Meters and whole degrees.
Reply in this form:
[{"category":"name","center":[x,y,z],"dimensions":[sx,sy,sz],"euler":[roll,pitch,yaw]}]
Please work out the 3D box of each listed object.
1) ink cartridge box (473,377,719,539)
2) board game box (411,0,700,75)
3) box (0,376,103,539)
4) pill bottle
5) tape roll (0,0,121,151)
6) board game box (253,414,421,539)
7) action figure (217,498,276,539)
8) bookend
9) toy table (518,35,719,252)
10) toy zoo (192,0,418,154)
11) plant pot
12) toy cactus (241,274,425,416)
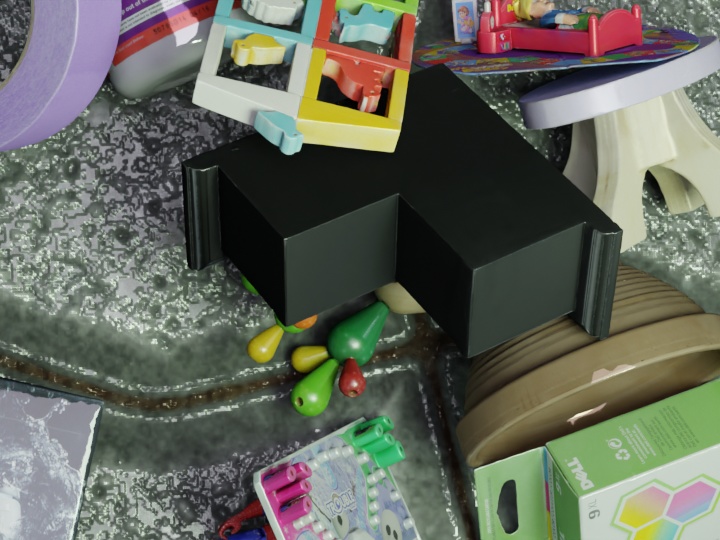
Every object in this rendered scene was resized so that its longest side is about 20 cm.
[{"category":"ink cartridge box","center":[0.184,0.157,1.398],"dimensions":[0.200,0.104,0.059],"euler":[-19,44,-11]},{"category":"board game box","center":[0.133,-0.170,1.383],"dimensions":[0.200,0.158,0.039],"euler":[-5,105,1]},{"category":"box","center":[-0.285,0.162,1.310],"dimensions":[0.196,0.117,0.200],"euler":[13,81,-9]},{"category":"pill bottle","center":[-0.155,-0.226,1.371],"dimensions":[0.112,0.112,0.200],"euler":[-25,90,-12]},{"category":"tape roll","center":[-0.261,-0.176,1.322],"dimensions":[0.200,0.066,0.200],"euler":[3,100,19]},{"category":"board game box","center":[0.016,0.202,1.321],"dimensions":[0.026,0.200,0.200],"euler":[-25,87,22]},{"category":"action figure","center":[-0.077,0.198,1.381],"dimensions":[0.200,0.052,0.065],"euler":[-29,88,-14]},{"category":"bookend","center":[0.024,-0.015,1.257],"dimensions":[0.199,0.092,0.200],"euler":[-23,48,-24]},{"category":"toy table","center":[0.196,-0.087,1.401],"dimensions":[0.200,0.184,0.117],"euler":[-23,100,-44]},{"category":"toy zoo","center":[-0.032,-0.141,1.288],"dimensions":[0.131,0.020,0.200],"euler":[13,44,-5]},{"category":"plant pot","center":[0.148,0.054,1.366],"dimensions":[0.201,0.201,0.093],"euler":[-19,73,-11]},{"category":"toy cactus","center":[0.000,0.000,1.398],"dimensions":[0.165,0.102,0.200],"euler":[5,74,-20]}]
